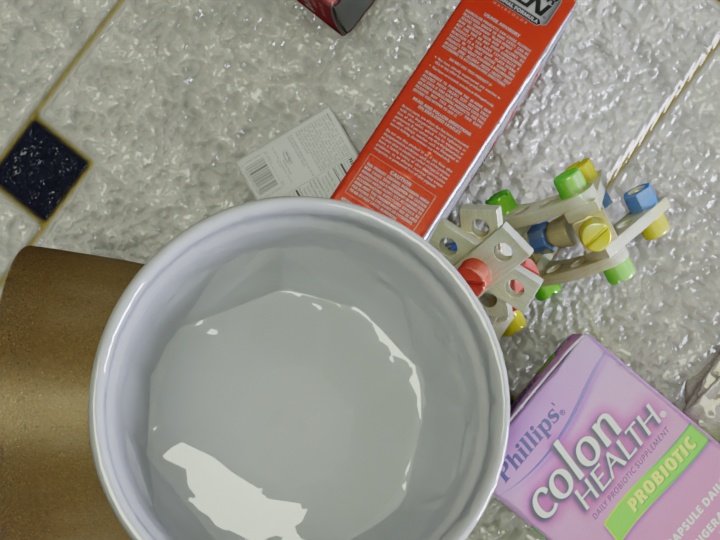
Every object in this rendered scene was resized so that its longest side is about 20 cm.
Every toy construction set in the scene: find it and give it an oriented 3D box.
[{"bbox_3d":[0.091,0.000,0.785,0.131,0.200,0.092,-21,91,33],"label":"toy construction set"}]

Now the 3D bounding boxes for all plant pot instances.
[{"bbox_3d":[-0.099,0.078,0.808,0.199,0.186,0.187,0,87,0],"label":"plant pot"}]

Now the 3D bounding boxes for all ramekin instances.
[{"bbox_3d":[-0.035,0.071,0.687,0.199,0.105,0.201,2,77,-9],"label":"ramekin"}]

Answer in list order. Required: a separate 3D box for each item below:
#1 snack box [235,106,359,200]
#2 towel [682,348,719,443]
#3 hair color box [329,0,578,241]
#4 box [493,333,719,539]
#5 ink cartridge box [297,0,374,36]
[{"bbox_3d":[0.000,0.000,0.870,0.072,0.024,0.200,-30,84,3],"label":"snack box"},{"bbox_3d":[0.305,0.096,0.825,0.200,0.034,0.133,40,93,6],"label":"towel"},{"bbox_3d":[0.047,-0.079,0.814,0.061,0.102,0.200,33,82,4],"label":"hair color box"},{"bbox_3d":[0.169,0.133,0.767,0.200,0.176,0.097,39,92,8],"label":"box"},{"bbox_3d":[-0.046,-0.270,0.859,0.200,0.083,0.146,38,93,6],"label":"ink cartridge box"}]
